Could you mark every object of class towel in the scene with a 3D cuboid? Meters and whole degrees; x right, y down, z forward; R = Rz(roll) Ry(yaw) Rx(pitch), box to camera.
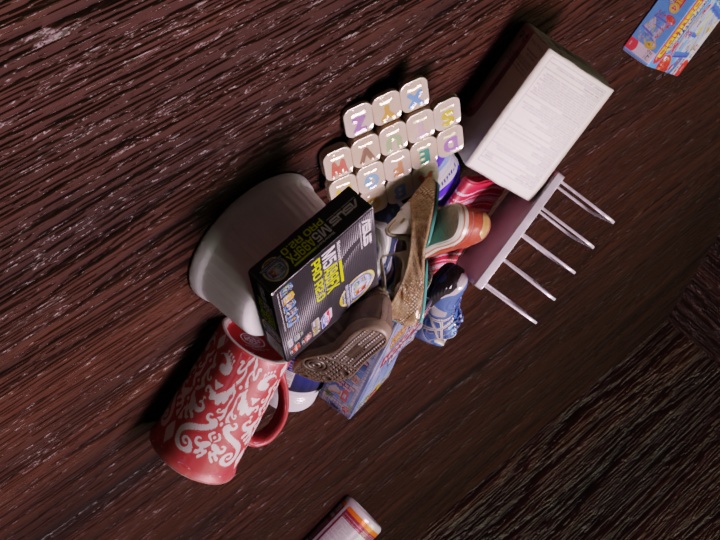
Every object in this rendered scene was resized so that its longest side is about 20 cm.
[{"bbox_3d":[0.142,-0.063,1.823,0.144,0.022,0.200,-11,139,-56],"label":"towel"}]

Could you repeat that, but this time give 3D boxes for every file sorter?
[{"bbox_3d":[0.258,-0.038,1.818,0.200,0.124,0.139,-53,-167,4],"label":"file sorter"}]

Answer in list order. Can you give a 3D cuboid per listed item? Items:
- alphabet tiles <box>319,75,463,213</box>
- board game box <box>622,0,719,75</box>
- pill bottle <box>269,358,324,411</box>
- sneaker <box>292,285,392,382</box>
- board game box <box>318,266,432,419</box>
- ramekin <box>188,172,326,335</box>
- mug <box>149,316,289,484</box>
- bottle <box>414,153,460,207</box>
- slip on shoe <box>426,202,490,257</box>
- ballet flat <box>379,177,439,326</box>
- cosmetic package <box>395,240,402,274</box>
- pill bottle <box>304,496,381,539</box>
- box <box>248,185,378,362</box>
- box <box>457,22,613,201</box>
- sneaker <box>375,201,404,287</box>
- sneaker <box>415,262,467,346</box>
[{"bbox_3d":[0.043,-0.155,1.579,0.199,0.015,0.196,-26,142,-12],"label":"alphabet tiles"},{"bbox_3d":[0.562,-0.440,2.117,0.200,0.056,0.195,-55,158,21],"label":"board game box"},{"bbox_3d":[-0.084,0.107,1.761,0.115,0.116,0.201,-29,154,-39],"label":"pill bottle"},{"bbox_3d":[-0.018,0.087,1.625,0.200,0.070,0.076,-32,-143,47],"label":"sneaker"},{"bbox_3d":[0.038,0.081,1.739,0.200,0.062,0.200,-44,164,-37],"label":"board game box"},{"bbox_3d":[-0.106,-0.014,1.524,0.200,0.098,0.201,-40,158,-19],"label":"ramekin"},{"bbox_3d":[-0.177,0.169,1.689,0.201,0.133,0.177,-60,163,20],"label":"mug"},{"bbox_3d":[0.101,-0.139,1.746,0.084,0.065,0.200,-48,159,0],"label":"bottle"},{"bbox_3d":[0.112,-0.052,1.670,0.061,0.075,0.200,7,171,-23],"label":"slip on shoe"},{"bbox_3d":[0.061,-0.028,1.613,0.071,0.065,0.201,143,-45,-77],"label":"ballet flat"},{"bbox_3d":[0.058,0.003,1.909,0.105,0.071,0.201,-22,148,-50],"label":"cosmetic package"},{"bbox_3d":[-0.058,0.609,2.721,0.200,0.110,0.110,-45,159,-5],"label":"pill bottle"},{"bbox_3d":[-0.052,0.009,1.470,0.160,0.044,0.200,-40,158,-17],"label":"box"},{"bbox_3d":[0.236,-0.223,1.731,0.127,0.109,0.200,26,111,-26],"label":"box"},{"bbox_3d":[0.000,0.000,1.733,0.147,0.080,0.201,-52,162,-54],"label":"sneaker"},{"bbox_3d":[0.127,0.053,1.851,0.076,0.077,0.200,-58,-179,-28],"label":"sneaker"}]
